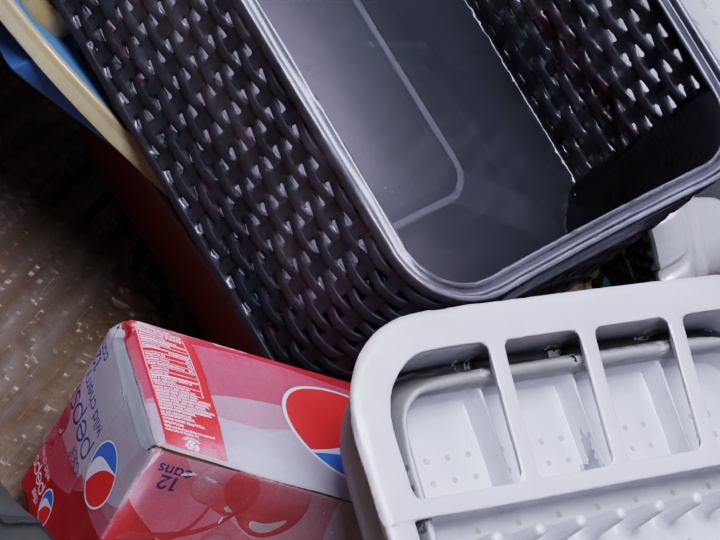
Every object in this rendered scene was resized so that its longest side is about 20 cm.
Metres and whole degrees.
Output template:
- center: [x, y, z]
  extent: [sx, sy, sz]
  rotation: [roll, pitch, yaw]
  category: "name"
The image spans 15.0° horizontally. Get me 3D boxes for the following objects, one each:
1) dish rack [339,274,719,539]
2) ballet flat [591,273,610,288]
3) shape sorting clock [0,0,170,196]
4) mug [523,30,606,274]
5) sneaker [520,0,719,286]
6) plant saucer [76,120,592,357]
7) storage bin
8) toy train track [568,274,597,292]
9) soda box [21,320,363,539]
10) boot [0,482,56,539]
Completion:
- center: [0.077, 0.105, 0.745]
  extent: [0.172, 0.044, 0.200]
  rotation: [-6, 71, -38]
  category: "dish rack"
- center: [0.121, 0.005, 1.082]
  extent: [0.064, 0.076, 0.200]
  rotation: [40, 3, -26]
  category: "ballet flat"
- center: [-0.077, -0.077, 0.919]
  extent: [0.200, 0.039, 0.200]
  rotation: [44, 9, -8]
  category: "shape sorting clock"
- center: [0.057, -0.066, 0.975]
  extent: [0.185, 0.152, 0.114]
  rotation: [49, -5, -15]
  category: "mug"
- center: [0.097, -0.089, 0.891]
  extent: [0.080, 0.200, 0.074]
  rotation: [-21, 21, -14]
  category: "sneaker"
- center: [0.000, 0.000, 1.004]
  extent: [0.200, 0.037, 0.200]
  rotation: [10, 29, -36]
  category: "plant saucer"
- center: [0.002, -0.078, 0.819]
  extent: [0.135, 0.094, 0.200]
  rotation: [-27, 82, -32]
  category: "storage bin"
- center: [0.075, 0.025, 0.952]
  extent: [0.115, 0.033, 0.200]
  rotation: [26, 22, -7]
  category: "toy train track"
- center: [0.007, 0.081, 0.795]
  extent: [0.200, 0.070, 0.063]
  rotation: [18, 29, -27]
  category: "soda box"
- center: [-0.084, 0.106, 0.638]
  extent: [0.138, 0.077, 0.200]
  rotation: [32, 23, -6]
  category: "boot"
